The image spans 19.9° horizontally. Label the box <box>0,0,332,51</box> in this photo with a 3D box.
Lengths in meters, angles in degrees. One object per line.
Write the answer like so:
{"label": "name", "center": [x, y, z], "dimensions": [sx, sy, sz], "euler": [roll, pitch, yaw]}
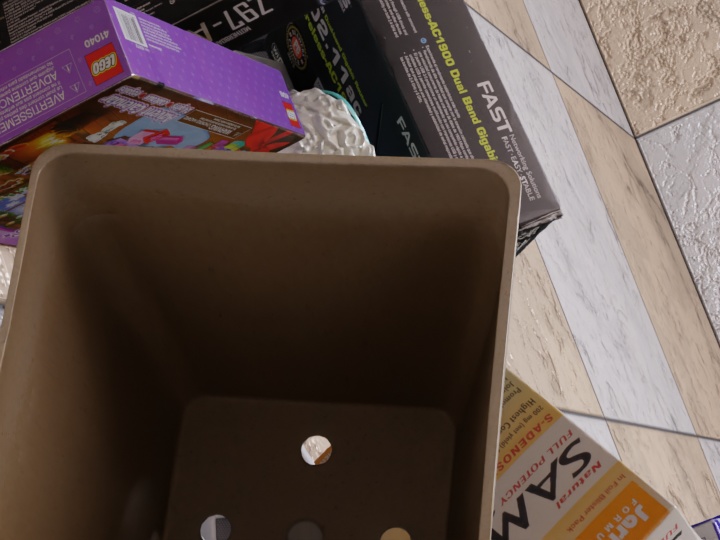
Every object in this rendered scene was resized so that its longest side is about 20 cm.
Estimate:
{"label": "box", "center": [-0.103, -0.175, 1.023], "dimensions": [0.044, 0.199, 0.161], "euler": [39, 30, -57]}

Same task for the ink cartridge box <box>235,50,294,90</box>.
{"label": "ink cartridge box", "center": [-0.065, -0.016, 1.126], "dimensions": [0.201, 0.087, 0.145], "euler": [67, 16, 8]}

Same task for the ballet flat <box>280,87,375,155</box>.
{"label": "ballet flat", "center": [0.000, 0.000, 1.072], "dimensions": [0.201, 0.071, 0.072], "euler": [59, 17, -19]}

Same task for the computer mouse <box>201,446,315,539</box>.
{"label": "computer mouse", "center": [-0.054, 0.105, 1.010], "dimensions": [0.201, 0.109, 0.044], "euler": [65, -23, 20]}

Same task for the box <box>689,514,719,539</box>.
{"label": "box", "center": [0.171, 0.271, 1.265], "dimensions": [0.185, 0.199, 0.105], "euler": [69, 15, 11]}

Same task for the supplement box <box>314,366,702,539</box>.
{"label": "supplement box", "center": [0.079, 0.135, 1.140], "dimensions": [0.200, 0.126, 0.074], "euler": [39, -8, 42]}

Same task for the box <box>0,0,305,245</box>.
{"label": "box", "center": [-0.121, -0.058, 0.910], "dimensions": [0.039, 0.136, 0.200], "euler": [68, 16, 11]}

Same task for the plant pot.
{"label": "plant pot", "center": [-0.034, 0.081, 0.851], "dimensions": [0.177, 0.199, 0.201], "euler": [74, 21, -62]}

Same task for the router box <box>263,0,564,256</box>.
{"label": "router box", "center": [0.024, -0.083, 1.146], "dimensions": [0.201, 0.062, 0.150], "euler": [66, -23, 13]}

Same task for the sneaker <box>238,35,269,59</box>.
{"label": "sneaker", "center": [-0.036, -0.131, 1.270], "dimensions": [0.075, 0.114, 0.200], "euler": [22, 26, -32]}
